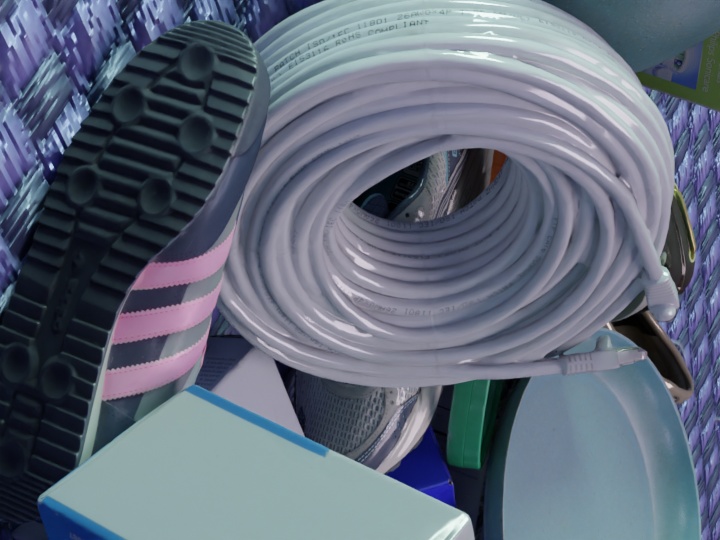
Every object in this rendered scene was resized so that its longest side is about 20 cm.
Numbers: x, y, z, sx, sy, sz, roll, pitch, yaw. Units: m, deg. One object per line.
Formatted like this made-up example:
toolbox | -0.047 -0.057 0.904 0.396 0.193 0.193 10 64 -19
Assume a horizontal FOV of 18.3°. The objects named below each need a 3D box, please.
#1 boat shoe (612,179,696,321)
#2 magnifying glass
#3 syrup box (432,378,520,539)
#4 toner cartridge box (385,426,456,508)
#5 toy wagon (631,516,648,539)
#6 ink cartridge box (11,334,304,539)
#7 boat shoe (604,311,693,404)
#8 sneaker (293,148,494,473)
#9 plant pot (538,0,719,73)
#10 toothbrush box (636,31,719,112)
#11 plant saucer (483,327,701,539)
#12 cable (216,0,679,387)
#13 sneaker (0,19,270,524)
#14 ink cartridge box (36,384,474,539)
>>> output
boat shoe | 0.102 -0.074 1.088 0.060 0.071 0.203 -13 80 -49
magnifying glass | 0.064 -0.003 1.054 0.080 0.022 0.202 -51 151 -72
syrup box | 0.053 0.041 1.167 0.079 0.081 0.201 -38 141 -54
toner cartridge box | 0.004 0.163 1.141 0.201 0.094 0.043 83 -9 -48
toy wagon | 0.087 0.165 1.250 0.039 0.154 0.202 14 72 -49
ink cartridge box | -0.073 0.163 0.953 0.200 0.043 0.197 -45 124 -42
boat shoe | 0.120 0.005 1.231 0.201 0.062 0.071 59 34 -30
sneaker | 0.000 0.000 1.043 0.086 0.077 0.202 32 69 -61
plant pot | 0.082 -0.156 0.964 0.134 0.200 0.200 -54 165 26
toothbrush box | 0.177 -0.158 1.131 0.146 0.199 0.087 -45 147 -45
plant saucer | 0.116 0.130 1.141 0.200 0.027 0.202 12 75 -52
cable | 0.030 -0.032 0.922 0.201 0.198 0.070 81 1 -47
sneaker | -0.081 0.003 0.853 0.082 0.070 0.201 17 101 -61
ink cartridge box | -0.024 0.162 0.826 0.086 0.146 0.201 -38 133 -32
